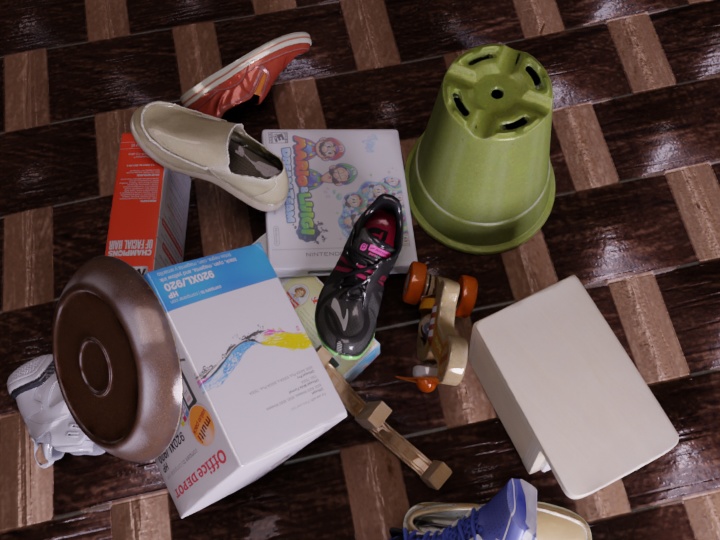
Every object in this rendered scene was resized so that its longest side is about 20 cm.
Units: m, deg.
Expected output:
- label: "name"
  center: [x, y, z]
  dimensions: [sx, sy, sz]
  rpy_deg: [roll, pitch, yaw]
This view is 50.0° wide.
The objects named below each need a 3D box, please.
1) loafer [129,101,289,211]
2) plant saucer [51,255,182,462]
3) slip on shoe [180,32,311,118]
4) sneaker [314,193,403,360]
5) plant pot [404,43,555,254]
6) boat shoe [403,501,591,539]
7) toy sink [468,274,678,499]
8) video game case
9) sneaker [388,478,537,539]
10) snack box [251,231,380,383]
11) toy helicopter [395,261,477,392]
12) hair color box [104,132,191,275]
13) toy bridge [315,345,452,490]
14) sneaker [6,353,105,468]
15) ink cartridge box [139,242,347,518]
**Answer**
- label: "loafer"
  center: [-0.164, -0.142, 0.881]
  dimensions: [0.196, 0.068, 0.077]
  rpy_deg: [25, 56, -13]
- label: "plant saucer"
  center: [-0.244, 0.090, 0.744]
  dimensions: [0.032, 0.201, 0.201]
  rpy_deg: [-13, 57, -49]
- label: "slip on shoe"
  center: [-0.143, -0.253, 1.021]
  dimensions: [0.199, 0.074, 0.062]
  rpy_deg: [-39, 106, -21]
- label: "sneaker"
  center: [0.000, 0.000, 0.844]
  dimensions: [0.075, 0.084, 0.204]
  rpy_deg: [15, 61, 1]
- label: "plant pot"
  center: [0.149, -0.154, 0.902]
  dimensions: [0.194, 0.191, 0.205]
  rpy_deg: [0, 65, 1]
- label: "boat shoe"
  center: [0.141, 0.268, 0.781]
  dimensions: [0.194, 0.077, 0.074]
  rpy_deg: [-1, 66, 1]
- label: "toy sink"
  center: [0.216, 0.135, 0.818]
  dimensions: [0.128, 0.113, 0.203]
  rpy_deg: [-24, 63, -8]
- label: "video game case"
  center: [-0.029, -0.088, 0.947]
  dimensions: [0.177, 0.024, 0.205]
  rpy_deg: [-2, 61, -9]
- label: "sneaker"
  center: [0.078, 0.273, 0.720]
  dimensions: [0.113, 0.203, 0.081]
  rpy_deg: [26, 27, 0]
- label: "snack box"
  center: [-0.083, 0.060, 0.900]
  dimensions: [0.116, 0.037, 0.200]
  rpy_deg: [-40, 71, -15]
- label: "toy helicopter"
  center: [0.081, 0.078, 0.813]
  dimensions: [0.077, 0.200, 0.136]
  rpy_deg: [14, 101, -5]
- label: "hair color box"
  center: [-0.249, -0.046, 0.912]
  dimensions: [0.062, 0.112, 0.205]
  rpy_deg: [-2, 66, 1]
- label: "toy bridge"
  center: [0.012, 0.156, 0.833]
  dimensions: [0.200, 0.067, 0.027]
  rpy_deg: [44, 74, -3]
- label: "sneaker"
  center: [-0.287, 0.133, 0.858]
  dimensions: [0.196, 0.075, 0.117]
  rpy_deg: [-24, 69, -4]
- label: "ink cartridge box"
  center: [-0.140, 0.108, 0.779]
  dimensions: [0.143, 0.147, 0.203]
  rpy_deg: [-17, 71, -45]
